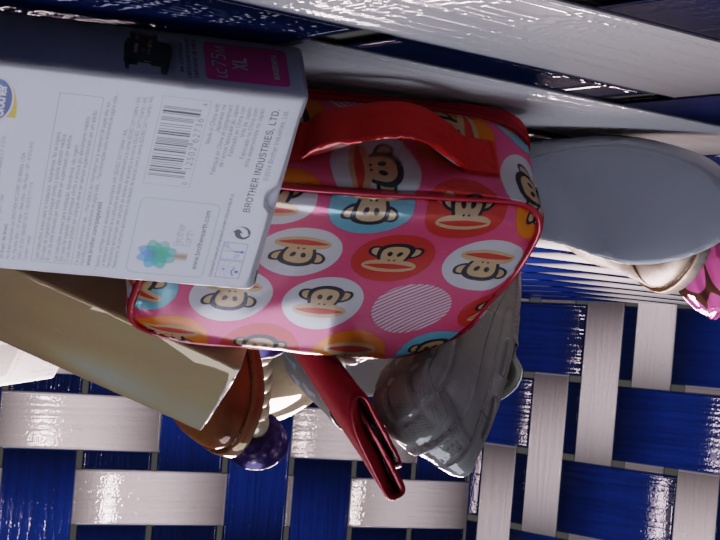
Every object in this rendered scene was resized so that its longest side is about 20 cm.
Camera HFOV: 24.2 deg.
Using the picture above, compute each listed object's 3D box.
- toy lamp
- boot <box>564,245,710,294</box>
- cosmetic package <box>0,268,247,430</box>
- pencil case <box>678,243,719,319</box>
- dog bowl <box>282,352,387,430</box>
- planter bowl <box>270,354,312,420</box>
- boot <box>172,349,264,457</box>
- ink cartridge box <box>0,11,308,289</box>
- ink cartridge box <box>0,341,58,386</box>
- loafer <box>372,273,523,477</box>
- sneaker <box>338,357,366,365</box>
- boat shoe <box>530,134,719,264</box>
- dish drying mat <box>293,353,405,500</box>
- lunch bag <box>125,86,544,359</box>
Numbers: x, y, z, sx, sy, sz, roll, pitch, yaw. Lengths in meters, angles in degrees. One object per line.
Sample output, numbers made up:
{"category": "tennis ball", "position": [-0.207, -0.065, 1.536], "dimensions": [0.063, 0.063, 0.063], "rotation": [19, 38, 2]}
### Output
{"category": "toy lamp", "position": [-0.074, 0.074, 1.236], "dimensions": [0.058, 0.058, 0.200], "rotation": [4, 141, 1]}
{"category": "boot", "position": [0.178, -0.028, 1.154], "dimensions": [0.075, 0.074, 0.200], "rotation": [15, 177, -16]}
{"category": "cosmetic package", "position": [-0.152, -0.006, 0.928], "dimensions": [0.200, 0.105, 0.071], "rotation": [24, 139, -10]}
{"category": "pencil case", "position": [0.268, -0.007, 1.119], "dimensions": [0.091, 0.094, 0.200], "rotation": [4, 178, -4]}
{"category": "dog bowl", "position": [0.016, 0.025, 1.297], "dimensions": [0.059, 0.200, 0.200], "rotation": [28, -171, 28]}
{"category": "planter bowl", "position": [-0.104, 0.013, 1.335], "dimensions": [0.200, 0.200, 0.135], "rotation": [4, 161, 5]}
{"category": "boot", "position": [-0.154, 0.031, 0.992], "dimensions": [0.155, 0.074, 0.200], "rotation": [17, -157, -43]}
{"category": "ink cartridge box", "position": [-0.132, -0.051, 0.710], "dimensions": [0.200, 0.042, 0.119], "rotation": [3, 136, -17]}
{"category": "ink cartridge box", "position": [-0.283, 0.014, 1.055], "dimensions": [0.176, 0.045, 0.200], "rotation": [27, 180, 4]}
{"category": "loafer", "position": [0.062, 0.048, 0.993], "dimensions": [0.070, 0.070, 0.200], "rotation": [-31, -164, 33]}
{"category": "sneaker", "position": [0.000, 0.000, 1.034], "dimensions": [0.082, 0.077, 0.200], "rotation": [-22, -167, -10]}
{"category": "boat shoe", "position": [0.113, -0.047, 0.942], "dimensions": [0.200, 0.071, 0.070], "rotation": [-1, -157, 22]}
{"category": "dish drying mat", "position": [-0.023, 0.053, 0.967], "dimensions": [0.018, 0.077, 0.200], "rotation": [-30, -149, -5]}
{"category": "lunch bag", "position": [-0.014, -0.029, 0.844], "dimensions": [0.200, 0.082, 0.176], "rotation": [5, 148, -19]}
